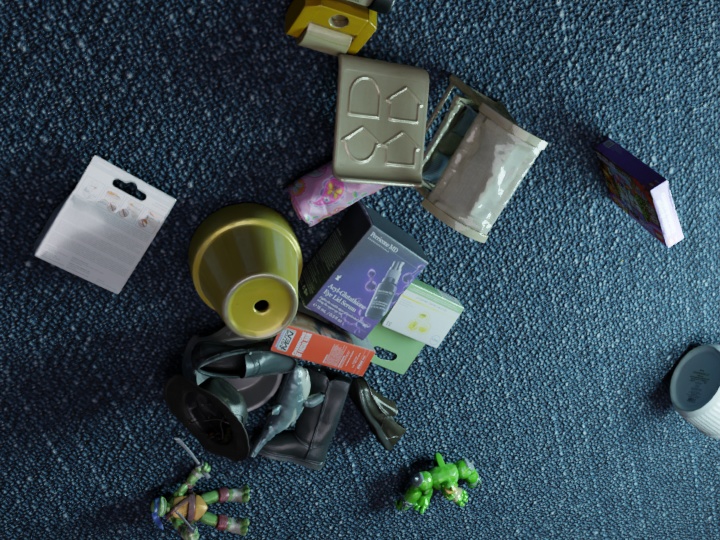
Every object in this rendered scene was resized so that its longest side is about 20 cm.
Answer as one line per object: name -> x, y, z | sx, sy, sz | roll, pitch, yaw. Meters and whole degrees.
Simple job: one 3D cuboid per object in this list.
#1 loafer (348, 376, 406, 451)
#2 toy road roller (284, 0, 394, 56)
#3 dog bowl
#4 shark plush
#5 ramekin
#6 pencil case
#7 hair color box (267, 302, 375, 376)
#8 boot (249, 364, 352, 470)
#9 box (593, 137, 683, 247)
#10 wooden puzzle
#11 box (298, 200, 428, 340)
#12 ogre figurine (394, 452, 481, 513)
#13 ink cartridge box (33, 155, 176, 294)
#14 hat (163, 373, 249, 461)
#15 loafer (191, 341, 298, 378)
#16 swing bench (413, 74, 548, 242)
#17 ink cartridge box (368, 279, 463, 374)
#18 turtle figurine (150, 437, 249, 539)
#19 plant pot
loafer -> 0.035, 0.280, 1.914 | 0.071, 0.073, 0.201 | -35, 127, -10
toy road roller -> -0.030, -0.443, 1.448 | 0.121, 0.148, 0.200 | 11, 153, -24
dog bowl -> -0.236, 0.185, 1.770 | 0.197, 0.059, 0.203 | -8, 121, -13
shark plush -> -0.162, 0.264, 1.797 | 0.200, 0.091, 0.083 | -46, 157, 12
ramekin -> 0.777, 0.258, 2.063 | 0.104, 0.201, 0.201 | 27, 109, -20
pencil case -> -0.030, -0.152, 1.626 | 0.198, 0.088, 0.088 | -29, 124, 1
hair color box -> -0.081, 0.120, 1.750 | 0.198, 0.111, 0.064 | 18, 113, -26
boot -> -0.119, 0.282, 1.858 | 0.163, 0.066, 0.202 | 15, 110, -9
box -> 0.513, -0.146, 1.731 | 0.039, 0.200, 0.138 | -30, 124, 0
wooden puzzle -> 0.028, -0.242, 1.536 | 0.183, 0.046, 0.203 | 0, 92, -36
box -> 0.000, 0.000, 1.709 | 0.147, 0.105, 0.201 | 30, 107, -29
ogre figurine -> 0.175, 0.467, 2.052 | 0.197, 0.099, 0.121 | 1, 139, -1
ink cartridge box -> -0.427, -0.079, 1.566 | 0.159, 0.047, 0.201 | 29, 102, -29
hat -> -0.260, 0.249, 1.706 | 0.081, 0.199, 0.203 | -46, 133, -37
loafer -> -0.207, 0.169, 1.692 | 0.198, 0.071, 0.069 | 4, 119, -20
swing bench -> 0.184, -0.192, 1.597 | 0.129, 0.201, 0.200 | 21, 111, -27
ink cartridge box -> 0.091, 0.118, 1.844 | 0.144, 0.048, 0.201 | 24, 107, -29
turtle figurine -> -0.307, 0.463, 1.860 | 0.192, 0.144, 0.202 | 12, 119, -28
plant pot -> -0.187, 0.015, 1.607 | 0.198, 0.189, 0.203 | -8, 123, -13
